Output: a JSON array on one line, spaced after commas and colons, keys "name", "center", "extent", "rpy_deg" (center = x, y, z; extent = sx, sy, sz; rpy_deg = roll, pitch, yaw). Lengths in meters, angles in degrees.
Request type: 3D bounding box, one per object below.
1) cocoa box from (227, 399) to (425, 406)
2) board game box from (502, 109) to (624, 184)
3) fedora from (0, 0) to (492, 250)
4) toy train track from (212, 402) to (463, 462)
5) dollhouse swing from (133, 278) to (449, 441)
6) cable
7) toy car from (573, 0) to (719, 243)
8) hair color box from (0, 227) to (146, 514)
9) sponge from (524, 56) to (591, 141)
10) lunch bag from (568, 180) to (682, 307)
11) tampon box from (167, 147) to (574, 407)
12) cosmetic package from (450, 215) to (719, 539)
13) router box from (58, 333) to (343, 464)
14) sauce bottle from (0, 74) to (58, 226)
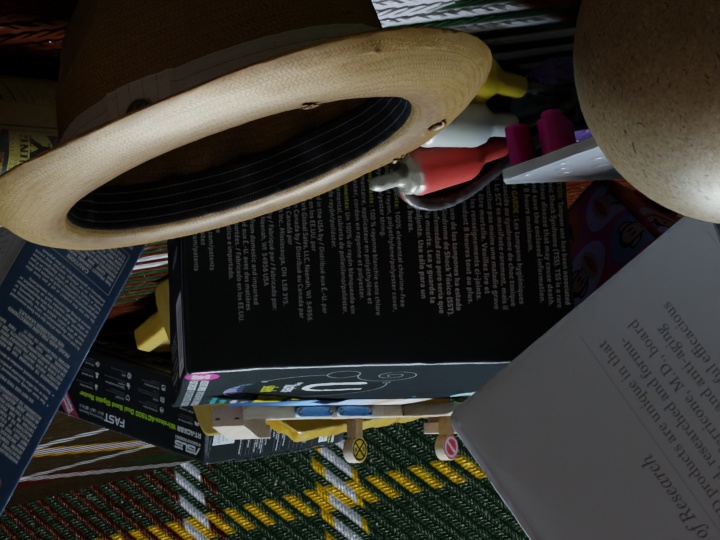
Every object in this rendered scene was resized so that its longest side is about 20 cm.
[{"name": "cocoa box", "center": [0.012, 0.015, 1.265], "extent": [0.132, 0.133, 0.199], "rpy_deg": [-15, 172, 31]}, {"name": "board game box", "center": [0.191, -0.074, 0.853], "extent": [0.198, 0.026, 0.199], "rpy_deg": [-5, 172, -37]}, {"name": "fedora", "center": [-0.053, -0.073, 0.750], "extent": [0.199, 0.083, 0.201], "rpy_deg": [-16, 169, -3]}, {"name": "toy train track", "center": [-0.005, 0.090, 1.120], "extent": [0.114, 0.033, 0.199], "rpy_deg": [-5, 173, 40]}, {"name": "dollhouse swing", "center": [-0.052, 0.074, 1.517], "extent": [0.198, 0.183, 0.176], "rpy_deg": [-7, 151, -30]}, {"name": "cable", "center": [0.091, -0.070, 0.981], "extent": [0.198, 0.098, 0.050], "rpy_deg": [-4, -146, -21]}, {"name": "toy car", "center": [0.120, -0.072, 0.571], "extent": [0.156, 0.202, 0.164], "rpy_deg": [-9, 172, -14]}, {"name": "hair color box", "center": [-0.183, 0.042, 0.986], "extent": [0.060, 0.201, 0.100], "rpy_deg": [42, 144, -23]}, {"name": "sponge", "center": [0.117, -0.081, 1.122], "extent": [0.110, 0.030, 0.200], "rpy_deg": [-8, 172, -19]}, {"name": "lunch bag", "center": [0.152, 0.032, 1.136], "extent": [0.081, 0.177, 0.200], "rpy_deg": [24, -163, -20]}, {"name": "tampon box", "center": [0.000, 0.000, 1.066], "extent": [0.198, 0.128, 0.150], "rpy_deg": [-1, 170, -8]}, {"name": "cosmetic package", "center": [0.183, 0.069, 0.930], "extent": [0.200, 0.166, 0.164], "rpy_deg": [-42, 162, 18]}, {"name": "router box", "center": [-0.131, 0.098, 1.642], "extent": [0.149, 0.063, 0.199], "rpy_deg": [-5, -166, -45]}, {"name": "sauce bottle", "center": [-0.162, -0.049, 0.820], "extent": [0.064, 0.065, 0.199], "rpy_deg": [-17, 171, 35]}]
